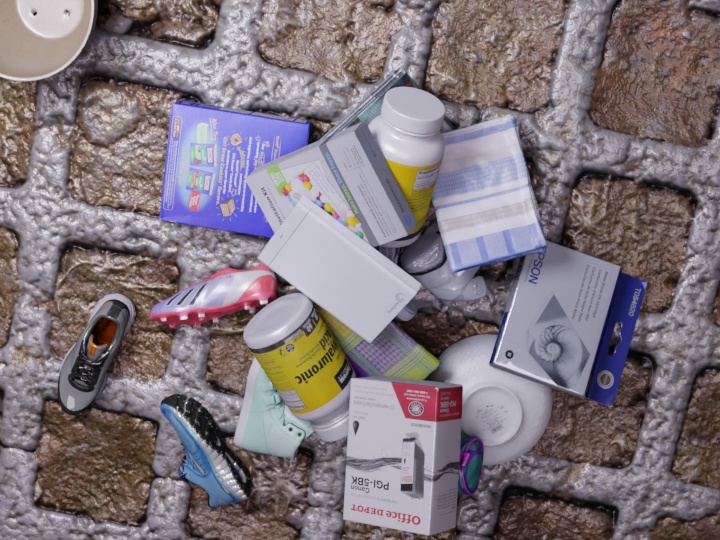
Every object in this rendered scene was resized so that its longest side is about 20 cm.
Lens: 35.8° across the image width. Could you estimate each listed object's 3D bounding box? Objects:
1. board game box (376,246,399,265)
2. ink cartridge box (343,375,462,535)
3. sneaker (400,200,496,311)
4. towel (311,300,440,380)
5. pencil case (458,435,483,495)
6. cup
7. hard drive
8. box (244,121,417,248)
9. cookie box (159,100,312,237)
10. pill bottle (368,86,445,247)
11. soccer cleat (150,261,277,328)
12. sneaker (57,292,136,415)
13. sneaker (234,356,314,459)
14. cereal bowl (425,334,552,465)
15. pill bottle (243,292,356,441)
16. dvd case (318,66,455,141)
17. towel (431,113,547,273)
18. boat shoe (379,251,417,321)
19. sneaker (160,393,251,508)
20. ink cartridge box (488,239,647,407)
[{"bbox_3d":[-0.019,0.043,1.661,0.133,0.034,0.203,9,103,-1],"label":"board game box"},{"bbox_3d":[0.059,0.255,1.558,0.145,0.082,0.204,2,89,31],"label":"ink cartridge box"},{"bbox_3d":[0.160,-0.033,1.622,0.199,0.075,0.116,-38,116,-6],"label":"sneaker"},{"bbox_3d":[0.005,0.103,1.617,0.200,0.023,0.144,41,130,-7],"label":"towel"},{"bbox_3d":[0.083,0.268,1.643,0.197,0.093,0.086,9,66,29],"label":"pencil case"},{"bbox_3d":[-0.443,-0.365,1.526,0.196,0.143,0.204,0,102,2],"label":"cup"},{"bbox_3d":[-0.031,0.001,1.521,0.199,0.027,0.132,36,133,-6],"label":"hard drive"},{"bbox_3d":[-0.042,-0.095,1.508,0.198,0.041,0.157,-17,109,36],"label":"box"},{"bbox_3d":[-0.177,-0.143,1.603,0.196,0.075,0.174,9,103,-1],"label":"cookie box"},{"bbox_3d":[0.052,-0.142,1.527,0.111,0.113,0.202,13,126,-1],"label":"pill bottle"},{"bbox_3d":[-0.218,0.035,1.660,0.197,0.067,0.078,-12,72,10],"label":"soccer cleat"},{"bbox_3d":[-0.406,0.129,1.673,0.073,0.079,0.202,26,104,-6],"label":"sneaker"},{"bbox_3d":[-0.114,0.189,1.677,0.116,0.074,0.203,16,113,5],"label":"sneaker"},{"bbox_3d":[0.192,0.201,1.668,0.196,0.083,0.204,0,102,2],"label":"cereal bowl"},{"bbox_3d":[-0.073,0.142,1.595,0.110,0.112,0.202,-28,112,8],"label":"pill bottle"},{"bbox_3d":[0.023,-0.176,1.578,0.199,0.022,0.146,-41,135,11],"label":"dvd case"},{"bbox_3d":[0.171,-0.109,1.562,0.144,0.024,0.203,-13,78,2],"label":"towel"},{"bbox_3d":[0.000,0.000,1.606,0.062,0.072,0.200,-42,90,25],"label":"boat shoe"},{"bbox_3d":[-0.252,0.283,1.705,0.089,0.078,0.202,-30,100,12],"label":"sneaker"},{"bbox_3d":[0.308,0.075,1.623,0.197,0.041,0.203,18,82,-4],"label":"ink cartridge box"}]
